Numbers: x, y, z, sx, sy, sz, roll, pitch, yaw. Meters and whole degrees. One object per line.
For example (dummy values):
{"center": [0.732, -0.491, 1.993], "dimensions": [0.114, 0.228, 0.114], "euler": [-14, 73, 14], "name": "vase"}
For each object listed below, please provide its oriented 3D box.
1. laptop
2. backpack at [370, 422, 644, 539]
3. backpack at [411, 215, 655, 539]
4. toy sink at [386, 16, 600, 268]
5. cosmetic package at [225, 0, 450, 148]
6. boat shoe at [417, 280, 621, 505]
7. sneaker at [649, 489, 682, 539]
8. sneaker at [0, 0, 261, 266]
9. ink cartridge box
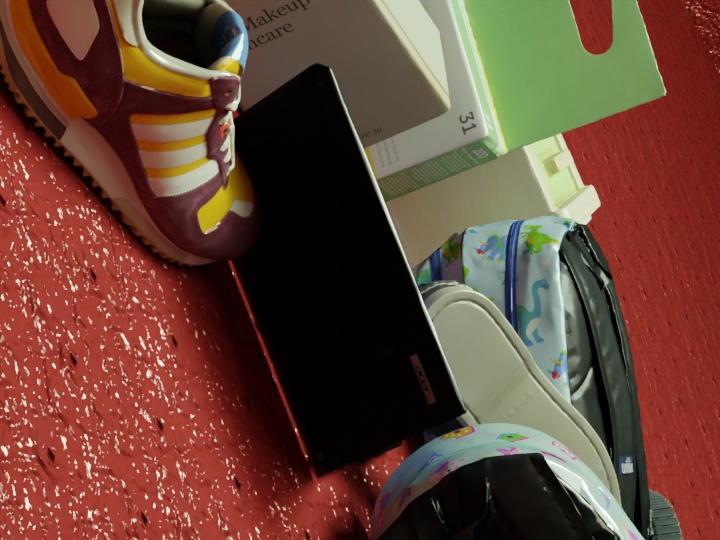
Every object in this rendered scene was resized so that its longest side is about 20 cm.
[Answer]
{"center": [0.000, 0.000, 1.158], "dimensions": [0.178, 0.103, 0.200], "euler": [69, 16, 5], "name": "laptop"}
{"center": [0.080, 0.175, 1.126], "dimensions": [0.200, 0.167, 0.127], "euler": [61, -3, -8], "name": "backpack"}
{"center": [0.099, 0.069, 1.333], "dimensions": [0.163, 0.153, 0.201], "euler": [-11, 107, -66], "name": "backpack"}
{"center": [0.078, -0.054, 1.465], "dimensions": [0.201, 0.112, 0.130], "euler": [67, 17, -2], "name": "toy sink"}
{"center": [-0.041, -0.152, 1.234], "dimensions": [0.200, 0.103, 0.073], "euler": [50, 24, -42], "name": "cosmetic package"}
{"center": [0.074, 0.086, 1.214], "dimensions": [0.200, 0.073, 0.063], "euler": [59, -17, -24], "name": "boat shoe"}
{"center": [0.189, 0.245, 1.504], "dimensions": [0.082, 0.070, 0.201], "euler": [85, 6, -52], "name": "sneaker"}
{"center": [-0.077, -0.070, 1.028], "dimensions": [0.200, 0.090, 0.075], "euler": [44, 28, -53], "name": "sneaker"}
{"center": [0.062, -0.135, 1.358], "dimensions": [0.048, 0.199, 0.146], "euler": [32, 40, -64], "name": "ink cartridge box"}
